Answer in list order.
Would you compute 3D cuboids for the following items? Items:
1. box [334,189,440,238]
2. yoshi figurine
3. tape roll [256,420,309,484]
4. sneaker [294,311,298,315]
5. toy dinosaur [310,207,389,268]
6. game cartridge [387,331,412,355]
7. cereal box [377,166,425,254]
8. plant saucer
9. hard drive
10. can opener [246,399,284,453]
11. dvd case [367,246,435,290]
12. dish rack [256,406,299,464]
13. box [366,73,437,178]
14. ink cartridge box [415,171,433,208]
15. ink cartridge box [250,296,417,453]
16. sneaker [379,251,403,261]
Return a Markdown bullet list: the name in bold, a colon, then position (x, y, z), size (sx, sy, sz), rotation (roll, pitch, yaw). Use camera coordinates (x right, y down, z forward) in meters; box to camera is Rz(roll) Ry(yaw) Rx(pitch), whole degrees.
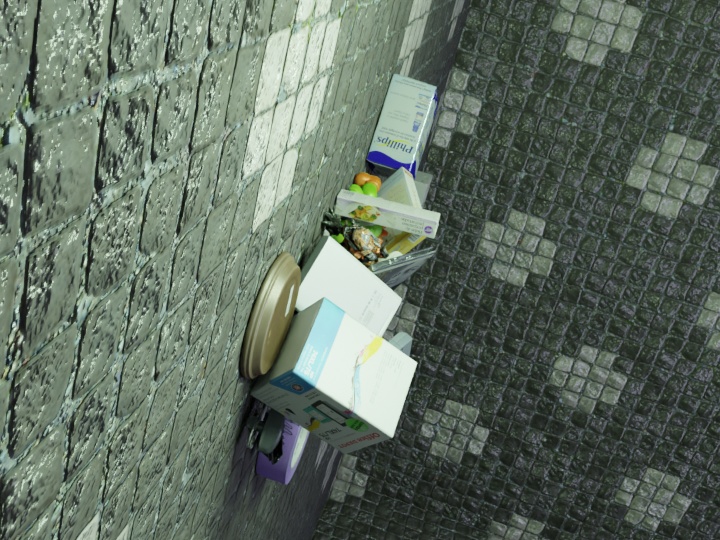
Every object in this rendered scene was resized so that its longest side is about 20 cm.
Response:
- **box**: position (0.050, -0.108, 1.561), size (0.042, 0.198, 0.039), rotation (-67, 169, -58)
- **yoshi figurine**: position (-0.011, -0.107, 1.656), size (0.112, 0.112, 0.201), rotation (-31, -147, 27)
- **tape roll**: position (-0.145, 0.325, 1.667), size (0.200, 0.065, 0.202), rotation (17, 90, -84)
- **sneaker**: position (-0.086, 0.083, 1.496), size (0.200, 0.111, 0.077), rotation (-44, -130, 42)
- **toy dinosaur**: position (-0.011, -0.035, 1.483), size (0.201, 0.135, 0.103), rotation (85, 25, -55)
- **game cartridge**: position (0.038, 0.226, 1.801), size (0.200, 0.041, 0.133), rotation (-43, 161, -27)
- **cereal box**: position (0.063, -0.106, 1.716), size (0.144, 0.039, 0.201), rotation (-39, -143, 25)
- **plant saucer**: position (-0.131, 0.071, 1.243), size (0.200, 0.029, 0.202), rotation (17, 90, -84)
- **hard drive**: position (-0.026, 0.051, 1.414), size (0.026, 0.200, 0.132), rotation (10, -115, 53)
- **can opener**: position (-0.139, 0.208, 1.376), size (0.053, 0.066, 0.201), rotation (98, 12, -62)
- **dvd case**: position (0.038, 0.021, 1.559), size (0.148, 0.016, 0.200), rotation (-16, 162, -33)
- **dish rack**: position (-0.122, 0.242, 1.515), size (0.200, 0.054, 0.154), rotation (-50, 163, -31)
- **box**: position (0.097, -0.313, 1.857), size (0.184, 0.104, 0.202), rotation (18, 90, -83)
- **ink cartridge box**: position (0.185, -0.244, 2.943), size (0.145, 0.084, 0.201), rotation (-60, 167, -66)
- **ink cartridge box**: position (-0.041, 0.174, 1.330), size (0.146, 0.199, 0.147), rotation (-32, -152, 49)
- **sneaker**: position (0.000, 0.000, 1.635), size (0.075, 0.199, 0.082), rotation (7, 61, -52)
